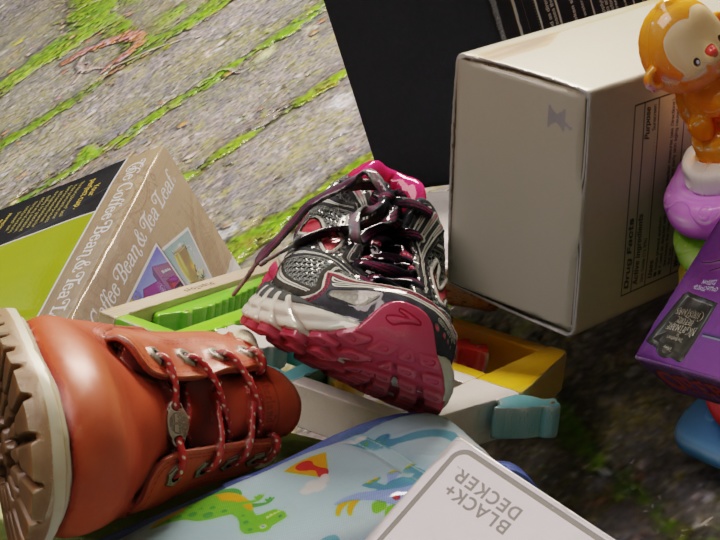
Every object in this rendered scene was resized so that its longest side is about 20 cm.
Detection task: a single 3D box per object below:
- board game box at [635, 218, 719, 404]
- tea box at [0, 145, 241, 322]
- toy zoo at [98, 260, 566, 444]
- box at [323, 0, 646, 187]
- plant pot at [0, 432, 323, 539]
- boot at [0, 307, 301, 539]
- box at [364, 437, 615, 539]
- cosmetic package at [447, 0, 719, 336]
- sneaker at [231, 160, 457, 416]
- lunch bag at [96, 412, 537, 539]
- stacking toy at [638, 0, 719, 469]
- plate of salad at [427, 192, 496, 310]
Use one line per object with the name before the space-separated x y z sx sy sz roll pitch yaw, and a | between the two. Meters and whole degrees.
board game box | 0.181 0.000 0.605 0.121 0.032 0.200 -61 28 -9
tea box | -0.179 0.061 1.056 0.196 0.134 0.200 -20 27 25
toy zoo | 0.000 0.040 0.850 0.199 0.021 0.131 17 20 31
box | 0.081 -0.174 1.070 0.123 0.201 0.198 -6 17 42
plant pot | -0.083 0.130 0.791 0.189 0.201 0.200 -1 36 27
boot | -0.072 0.046 0.650 0.106 0.076 0.200 -3 2 -5
box | 0.010 0.158 0.537 0.116 0.060 0.200 30 68 36
cosmetic package | 0.128 -0.055 0.814 0.199 0.106 0.071 -18 30 -42
sneaker | 0.000 0.000 0.743 0.075 0.080 0.200 -62 11 6
lunch bag | -0.018 0.151 0.649 0.199 0.162 0.082 -21 26 -24
stacking toy | 0.158 -0.020 0.747 0.116 0.201 0.110 -39 27 -21
plate of salad | 0.073 -0.007 0.936 0.198 0.048 0.200 -2 9 0
